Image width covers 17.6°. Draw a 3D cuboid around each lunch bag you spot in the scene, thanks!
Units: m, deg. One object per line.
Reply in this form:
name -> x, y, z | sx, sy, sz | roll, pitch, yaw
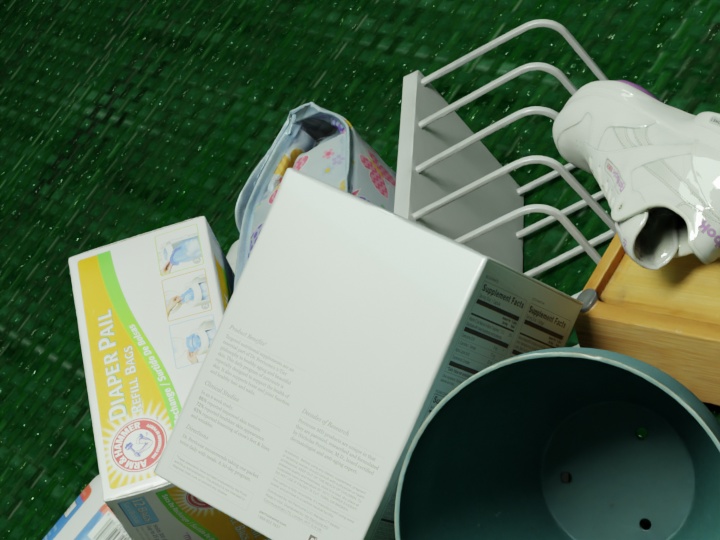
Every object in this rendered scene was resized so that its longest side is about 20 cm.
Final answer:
lunch bag -> 0.000, 0.000, 1.633 | 0.127, 0.170, 0.201 | -27, 40, 27

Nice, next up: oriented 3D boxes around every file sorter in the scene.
file sorter -> 0.112, -0.048, 1.580 | 0.124, 0.139, 0.201 | -26, 37, 27

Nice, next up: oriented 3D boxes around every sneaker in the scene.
sneaker -> 0.169, -0.057, 1.415 | 0.100, 0.075, 0.200 | -53, 31, -10

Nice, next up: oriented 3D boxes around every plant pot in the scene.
plant pot -> 0.134, 0.133, 1.327 | 0.200, 0.201, 0.135 | -35, -4, 21

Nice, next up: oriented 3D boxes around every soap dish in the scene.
soap dish -> 0.231, 0.004, 1.422 | 0.199, 0.081, 0.158 | 11, 64, 55

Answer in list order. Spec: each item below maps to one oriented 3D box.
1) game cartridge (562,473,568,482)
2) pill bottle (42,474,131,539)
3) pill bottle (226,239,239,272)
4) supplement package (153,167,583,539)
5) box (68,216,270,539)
game cartridge -> 0.042, 0.158, 1.506 | 0.199, 0.041, 0.134 | -22, 41, 23
pill bottle -> -0.208, 0.255, 1.667 | 0.200, 0.112, 0.112 | -49, 31, -3
pill bottle -> -0.087, 0.082, 1.704 | 0.115, 0.116, 0.201 | -11, 46, 45
supplement package -> 0.008, 0.070, 1.403 | 0.151, 0.150, 0.201 | 25, 91, 30
box -> -0.122, 0.084, 1.568 | 0.101, 0.113, 0.201 | -17, 55, 5
